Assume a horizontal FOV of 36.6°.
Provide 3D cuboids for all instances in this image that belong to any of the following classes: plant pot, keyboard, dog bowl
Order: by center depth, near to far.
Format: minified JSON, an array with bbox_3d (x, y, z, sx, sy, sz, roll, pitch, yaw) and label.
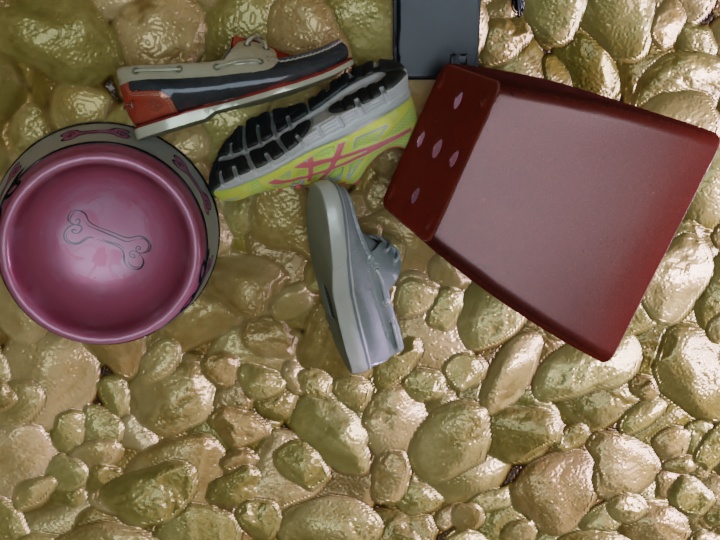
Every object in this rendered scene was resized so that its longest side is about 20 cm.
[{"bbox_3d":[0.136,-0.071,0.906,0.176,0.200,0.200,21,100,-21],"label":"plant pot"},{"bbox_3d":[-0.221,-0.024,0.938,0.200,0.074,0.200,-2,104,-9],"label":"dog bowl"},{"bbox_3d":[0.092,-0.268,0.953,0.127,0.021,0.200,0,105,-3],"label":"keyboard"}]

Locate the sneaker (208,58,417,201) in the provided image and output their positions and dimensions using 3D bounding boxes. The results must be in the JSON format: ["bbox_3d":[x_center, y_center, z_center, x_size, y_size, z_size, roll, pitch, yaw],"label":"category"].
[{"bbox_3d":[-0.037,-0.100,0.949,0.200,0.078,0.090,-23,130,9],"label":"sneaker"}]

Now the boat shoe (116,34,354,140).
[{"bbox_3d":[-0.104,-0.167,0.922,0.200,0.071,0.063,-18,95,-7],"label":"boat shoe"}]

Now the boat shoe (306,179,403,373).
[{"bbox_3d":[0.000,0.001,0.974,0.071,0.070,0.201,-20,125,-13],"label":"boat shoe"}]
